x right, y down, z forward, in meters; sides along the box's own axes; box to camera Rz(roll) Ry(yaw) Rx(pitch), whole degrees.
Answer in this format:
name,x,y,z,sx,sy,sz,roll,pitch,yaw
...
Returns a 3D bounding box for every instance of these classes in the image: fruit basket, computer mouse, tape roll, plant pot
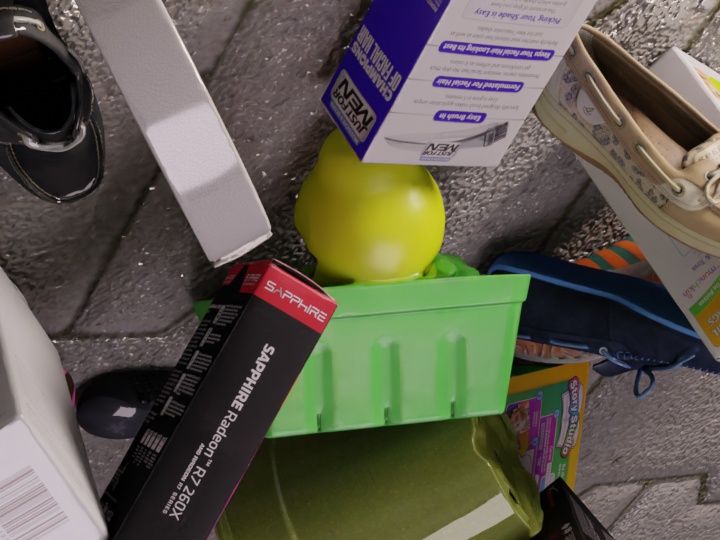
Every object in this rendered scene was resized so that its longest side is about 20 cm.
name,x,y,z,sx,sy,sz,roll,pitch,yaw
fruit basket,0.000,0.000,1.298,0.215,0.216,0.155,-20,-177,-14
computer mouse,-0.111,0.097,1.419,0.200,0.034,0.059,-1,138,-39
tape roll,-0.103,-0.099,0.990,0.037,0.203,0.203,-28,148,-4
plant pot,0.021,0.166,1.430,0.190,0.200,0.200,-25,150,14

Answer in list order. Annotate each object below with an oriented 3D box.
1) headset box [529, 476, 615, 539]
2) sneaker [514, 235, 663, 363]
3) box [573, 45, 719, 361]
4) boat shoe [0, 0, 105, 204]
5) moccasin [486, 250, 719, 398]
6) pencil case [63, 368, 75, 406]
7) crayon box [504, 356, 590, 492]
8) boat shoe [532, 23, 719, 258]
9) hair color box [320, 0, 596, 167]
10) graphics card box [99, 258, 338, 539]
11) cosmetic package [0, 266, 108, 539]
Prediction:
name,x,y,z,sx,sy,sz,roll,pitch,yaw
headset box,0.097,0.256,1.434,0.200,0.077,0.149,-39,-169,8
sneaker,0.194,0.015,1.510,0.199,0.072,0.080,-16,-168,12
box,0.249,-0.034,1.362,0.101,0.200,0.112,-43,146,20
boat shoe,-0.176,-0.088,1.077,0.072,0.068,0.200,-26,150,-8
moccasin,0.184,0.042,1.443,0.080,0.200,0.068,-24,129,-59
pencil case,-0.218,0.132,1.235,0.090,0.200,0.094,8,125,-10
crayon box,0.109,0.160,1.550,0.119,0.058,0.201,-9,110,-47
boat shoe,0.194,-0.077,1.269,0.073,0.200,0.063,-35,155,-45
hair color box,0.070,-0.154,1.174,0.109,0.065,0.200,0,132,-38
graphics card box,-0.091,0.091,1.149,0.200,0.051,0.125,-60,-168,-8
cosmetic package,-0.208,0.078,1.138,0.074,0.200,0.102,-29,122,-2
